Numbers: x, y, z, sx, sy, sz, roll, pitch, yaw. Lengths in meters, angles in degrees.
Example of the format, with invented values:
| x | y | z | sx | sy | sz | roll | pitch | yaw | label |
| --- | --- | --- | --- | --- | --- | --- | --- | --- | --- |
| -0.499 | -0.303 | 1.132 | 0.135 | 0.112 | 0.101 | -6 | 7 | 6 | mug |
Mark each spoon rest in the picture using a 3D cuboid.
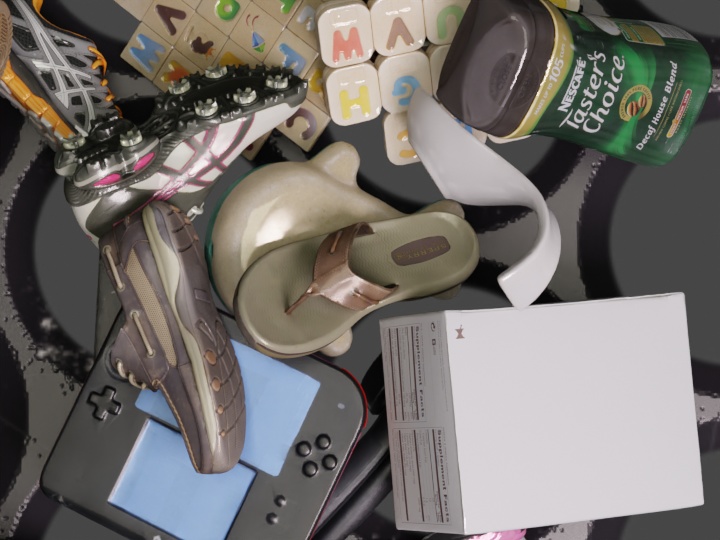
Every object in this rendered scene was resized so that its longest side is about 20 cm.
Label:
| x | y | z | sx | sy | sz | roll | pitch | yaw | label |
| --- | --- | --- | --- | --- | --- | --- | --- | --- | --- |
| 0.089 | -0.059 | 1.572 | 0.060 | 0.099 | 0.200 | -32 | 48 | 3 | spoon rest |

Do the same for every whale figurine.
| x | y | z | sx | sy | sz | roll | pitch | yaw | label |
| --- | --- | --- | --- | --- | --- | --- | --- | --- | --- |
| -0.022 | -0.017 | 1.650 | 0.199 | 0.104 | 0.160 | -2 | 97 | -23 | whale figurine |

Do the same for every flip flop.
| x | y | z | sx | sy | sz | roll | pitch | yaw | label |
| --- | --- | --- | --- | --- | --- | --- | --- | --- | --- |
| 0.000 | 0.000 | 1.558 | 0.199 | 0.058 | 0.081 | -18 | 73 | -23 | flip flop |

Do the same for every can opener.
| x | y | z | sx | sy | sz | roll | pitch | yaw | label |
| --- | --- | --- | --- | --- | --- | --- | --- | --- | --- |
| 0.015 | 0.138 | 1.657 | 0.063 | 0.079 | 0.201 | 34 | 91 | -37 | can opener |

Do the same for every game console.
| x | y | z | sx | sy | sz | roll | pitch | yaw | label |
| --- | --- | --- | --- | --- | --- | --- | --- | --- | --- |
| -0.110 | 0.122 | 1.587 | 0.199 | 0.031 | 0.178 | 26 | 83 | 9 | game console |

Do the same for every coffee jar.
| x | y | z | sx | sy | sz | roll | pitch | yaw | label |
| --- | --- | --- | --- | --- | --- | --- | --- | --- | --- |
| 0.154 | -0.140 | 1.596 | 0.199 | 0.085 | 0.105 | 7 | 116 | -36 | coffee jar |

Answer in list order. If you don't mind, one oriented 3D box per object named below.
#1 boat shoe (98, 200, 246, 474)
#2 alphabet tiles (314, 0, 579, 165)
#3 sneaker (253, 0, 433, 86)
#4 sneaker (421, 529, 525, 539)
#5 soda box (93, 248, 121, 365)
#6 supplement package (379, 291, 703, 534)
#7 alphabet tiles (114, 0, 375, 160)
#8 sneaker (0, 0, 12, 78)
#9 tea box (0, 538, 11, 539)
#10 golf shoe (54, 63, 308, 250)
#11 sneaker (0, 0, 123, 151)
| x | y | z | sx | sy | sz | roll | pitch | yaw | label |
| --- | --- | --- | --- | --- | --- | --- | --- | --- | --- |
| -0.135 | 0.053 | 1.559 | 0.073 | 0.074 | 0.201 | -20 | 73 | 15 | boat shoe |
| 0.067 | -0.170 | 1.623 | 0.199 | 0.015 | 0.197 | -13 | 125 | -8 | alphabet tiles |
| 0.010 | -0.183 | 1.657 | 0.199 | 0.076 | 0.071 | -21 | 87 | -1 | sneaker |
| 0.036 | 0.247 | 1.637 | 0.199 | 0.080 | 0.087 | -15 | 98 | 5 | sneaker |
| -0.164 | 0.079 | 1.651 | 0.070 | 0.063 | 0.202 | 2 | 88 | -1 | soda box |
| 0.130 | 0.102 | 1.588 | 0.199 | 0.111 | 0.157 | -4 | 87 | -24 | supplement package |
| -0.089 | -0.189 | 1.656 | 0.200 | 0.006 | 0.167 | 38 | 109 | 10 | alphabet tiles |
| -0.326 | -0.143 | 1.617 | 0.112 | 0.201 | 0.071 | 34 | 44 | 8 | sneaker |
| -0.300 | 0.258 | 1.575 | 0.195 | 0.200 | 0.135 | 7 | 87 | 1 | tea box |
| -0.127 | -0.088 | 1.619 | 0.199 | 0.077 | 0.089 | -25 | 124 | -17 | golf shoe |
| -0.217 | -0.134 | 1.659 | 0.077 | 0.078 | 0.200 | -43 | 90 | -12 | sneaker |
